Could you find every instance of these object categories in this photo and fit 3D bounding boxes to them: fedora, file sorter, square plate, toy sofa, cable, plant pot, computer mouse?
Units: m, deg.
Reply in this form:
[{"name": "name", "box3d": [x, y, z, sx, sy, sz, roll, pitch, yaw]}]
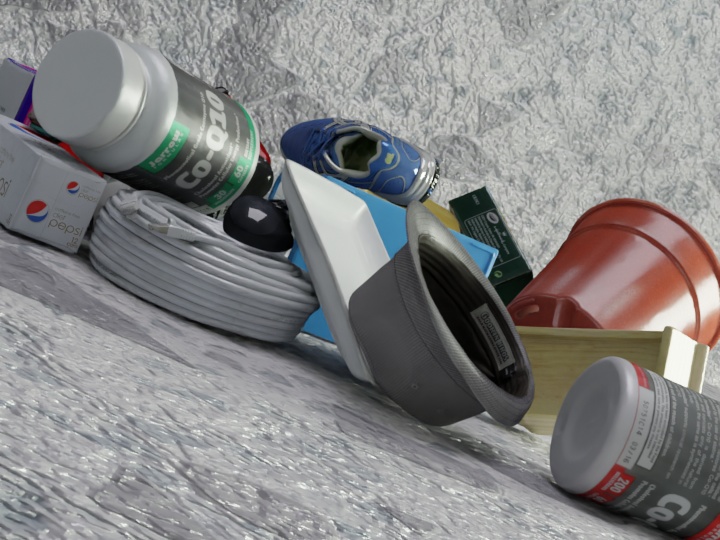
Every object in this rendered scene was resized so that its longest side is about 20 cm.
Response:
[{"name": "fedora", "box3d": [0.055, 0.050, 1.363, 0.200, 0.090, 0.177, 45, 25, -39]}, {"name": "file sorter", "box3d": [0.000, 0.000, 1.648, 0.199, 0.139, 0.123, 22, 1, -28]}, {"name": "square plate", "box3d": [-0.002, 0.017, 1.453, 0.201, 0.028, 0.198, 69, 14, 15]}, {"name": "toy sofa", "box3d": [0.210, 0.099, 1.522, 0.199, 0.083, 0.097, 0, -20, 41]}, {"name": "cable", "box3d": [-0.127, -0.002, 1.417, 0.199, 0.070, 0.200, 25, 4, -16]}, {"name": "plant pot", "box3d": [0.250, 0.054, 1.782, 0.200, 0.202, 0.195, 27, 39, 26]}, {"name": "computer mouse", "box3d": [-0.071, -0.049, 1.454, 0.058, 0.034, 0.200, 24, 11, 5]}]

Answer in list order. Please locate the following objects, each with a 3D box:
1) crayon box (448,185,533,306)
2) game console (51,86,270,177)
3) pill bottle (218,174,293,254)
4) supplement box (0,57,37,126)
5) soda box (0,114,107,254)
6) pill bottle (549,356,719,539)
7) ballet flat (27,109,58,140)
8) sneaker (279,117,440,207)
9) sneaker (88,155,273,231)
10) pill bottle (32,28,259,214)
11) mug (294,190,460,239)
[{"name": "crayon box", "box3d": [0.154, 0.014, 1.932, 0.200, 0.051, 0.126, 75, -9, -57]}, {"name": "game console", "box3d": [-0.216, -0.102, 1.738, 0.199, 0.119, 0.173, -20, 58, -24]}, {"name": "pill bottle", "box3d": [-0.127, -0.059, 1.788, 0.110, 0.111, 0.200, 23, 5, -17]}, {"name": "supplement box", "box3d": [-0.303, -0.141, 1.859, 0.199, 0.104, 0.101, 24, 3, -34]}, {"name": "soda box", "box3d": [-0.283, -0.079, 1.454, 0.063, 0.068, 0.200, 22, 5, -31]}, {"name": "pill bottle", "box3d": [0.263, 0.156, 1.374, 0.199, 0.114, 0.114, 24, 5, -16]}, {"name": "ballet flat", "box3d": [-0.240, -0.140, 1.569, 0.068, 0.068, 0.200, 22, 0, 17]}, {"name": "sneaker", "box3d": [-0.012, -0.119, 1.659, 0.199, 0.076, 0.077, 15, -11, 45]}, {"name": "sneaker", "box3d": [-0.162, -0.056, 1.602, 0.199, 0.074, 0.089, -14, 39, -26]}, {"name": "pill bottle", "box3d": [-0.182, -0.126, 1.464, 0.113, 0.114, 0.200, 27, 1, 32]}, {"name": "mug", "box3d": [0.017, -0.050, 1.833, 0.153, 0.186, 0.150, 36, 37, -33]}]
